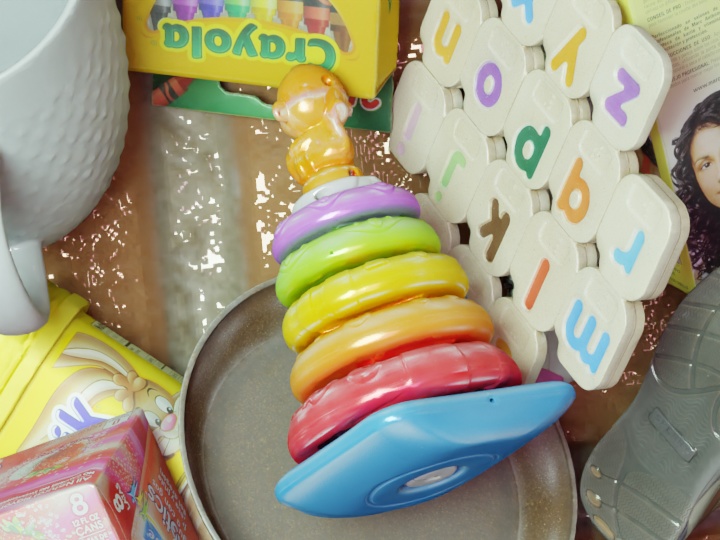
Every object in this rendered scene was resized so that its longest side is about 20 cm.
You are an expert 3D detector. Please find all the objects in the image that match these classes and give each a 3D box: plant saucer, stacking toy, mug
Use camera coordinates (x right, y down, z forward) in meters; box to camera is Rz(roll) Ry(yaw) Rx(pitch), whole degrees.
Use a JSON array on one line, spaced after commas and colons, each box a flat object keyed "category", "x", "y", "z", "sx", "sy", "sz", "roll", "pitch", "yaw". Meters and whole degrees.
[{"category": "plant saucer", "x": 0.005, "y": 0.092, "z": 1.158, "sx": 0.199, "sy": 0.032, "sz": 0.201, "roll": 13, "pitch": 55, "yaw": -20}, {"category": "stacking toy", "x": 0.000, "y": 0.000, "z": 1.109, "sx": 0.110, "sy": 0.115, "sz": 0.201, "roll": -37, "pitch": 66, "yaw": 47}, {"category": "mug", "x": -0.171, "y": -0.066, "z": 1.116, "sx": 0.146, "sy": 0.176, "sz": 0.201, "roll": -13, "pitch": 60, "yaw": -1}]

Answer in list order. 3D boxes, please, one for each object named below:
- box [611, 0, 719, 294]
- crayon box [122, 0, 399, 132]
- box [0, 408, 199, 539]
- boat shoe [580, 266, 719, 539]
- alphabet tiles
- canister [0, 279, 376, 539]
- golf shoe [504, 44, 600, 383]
[{"category": "box", "x": 0.147, "y": -0.093, "z": 1.116, "sx": 0.075, "sy": 0.050, "sz": 0.201, "roll": -27, "pitch": 117, "yaw": -17}, {"category": "crayon box", "x": -0.044, "y": -0.156, "z": 1.150, "sx": 0.126, "sy": 0.051, "sz": 0.202, "roll": 7, "pitch": 114, "yaw": 12}, {"category": "box", "x": -0.176, "y": 0.149, "z": 1.107, "sx": 0.199, "sy": 0.103, "sz": 0.095, "roll": -20, "pitch": 102, "yaw": 13}, {"category": "boat shoe", "x": 0.174, "y": 0.051, "z": 1.143, "sx": 0.076, "sy": 0.072, "sz": 0.200, "roll": 53, "pitch": 132, "yaw": 19}, {"category": "alphabet tiles", "x": 0.075, "y": -0.044, "z": 1.122, "sx": 0.015, "sy": 0.200, "sz": 0.197, "roll": -2, "pitch": 129, "yaw": -34}, {"category": "canister", "x": -0.108, "y": 0.118, "z": 1.193, "sx": 0.199, "sy": 0.087, "sz": 0.149, "roll": 32, "pitch": 96, "yaw": 0}, {"category": "golf shoe", "x": 0.112, "y": -0.043, "z": 1.174, "sx": 0.091, "sy": 0.075, "sz": 0.202, "roll": 3, "pitch": 96, "yaw": 0}]
